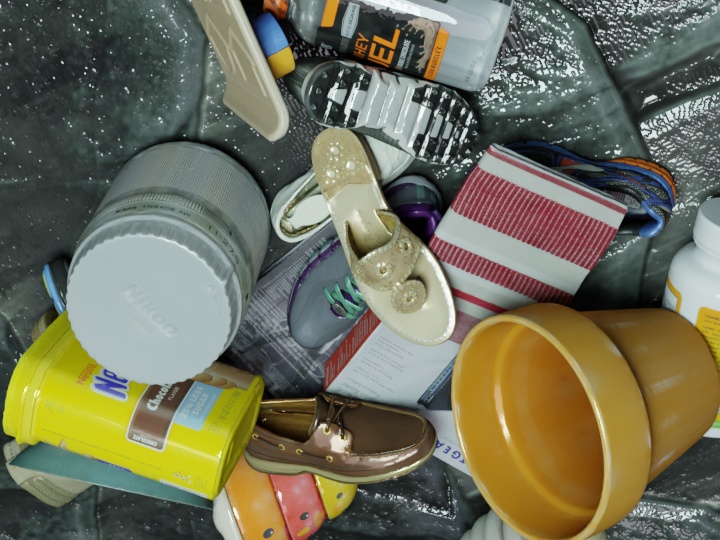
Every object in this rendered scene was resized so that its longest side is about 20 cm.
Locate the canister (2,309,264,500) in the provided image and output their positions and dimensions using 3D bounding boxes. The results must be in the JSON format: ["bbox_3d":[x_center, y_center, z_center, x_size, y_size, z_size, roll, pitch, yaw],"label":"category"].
[{"bbox_3d":[-0.199,0.120,1.256,0.197,0.149,0.088,18,116,5],"label":"canister"}]

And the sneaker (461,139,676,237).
[{"bbox_3d":[0.189,-0.068,1.252,0.197,0.079,0.076,2,117,4],"label":"sneaker"}]

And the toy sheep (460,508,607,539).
[{"bbox_3d":[0.164,0.300,1.415,0.199,0.138,0.138,-30,111,25],"label":"toy sheep"}]

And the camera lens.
[{"bbox_3d":[-0.169,-0.012,1.247,0.157,0.201,0.162,2,118,4],"label":"camera lens"}]

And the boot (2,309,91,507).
[{"bbox_3d":[-0.309,0.146,1.413,0.154,0.073,0.201,-26,120,17],"label":"boot"}]

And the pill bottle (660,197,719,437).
[{"bbox_3d":[0.331,0.041,1.275,0.109,0.111,0.203,7,118,2],"label":"pill bottle"}]

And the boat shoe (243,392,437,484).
[{"bbox_3d":[-0.027,0.154,1.317,0.197,0.073,0.068,-1,137,19],"label":"boat shoe"}]

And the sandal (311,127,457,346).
[{"bbox_3d":[0.008,-0.024,1.199,0.077,0.070,0.214,-27,88,20],"label":"sandal"}]

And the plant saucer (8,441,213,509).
[{"bbox_3d":[-0.233,0.190,1.325,0.197,0.200,0.036,12,79,-1],"label":"plant saucer"}]

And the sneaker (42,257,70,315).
[{"bbox_3d":[-0.225,0.048,1.367,0.199,0.071,0.083,37,95,-11],"label":"sneaker"}]

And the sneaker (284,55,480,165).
[{"bbox_3d":[0.017,-0.145,1.196,0.198,0.090,0.067,13,105,-37],"label":"sneaker"}]

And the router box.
[{"bbox_3d":[0.094,0.090,1.347,0.198,0.049,0.180,30,116,-17],"label":"router box"}]

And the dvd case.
[{"bbox_3d":[-0.037,0.048,1.367,0.199,0.016,0.149,-37,108,20],"label":"dvd case"}]

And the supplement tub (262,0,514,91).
[{"bbox_3d":[0.025,-0.234,1.159,0.197,0.123,0.124,16,118,-2],"label":"supplement tub"}]

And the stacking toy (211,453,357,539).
[{"bbox_3d":[-0.053,0.212,1.408,0.198,0.146,0.148,-21,115,-2],"label":"stacking toy"}]

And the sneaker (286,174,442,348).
[{"bbox_3d":[0.000,0.000,1.280,0.074,0.088,0.201,35,104,-15],"label":"sneaker"}]

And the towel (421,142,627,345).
[{"bbox_3d":[0.129,-0.010,1.233,0.142,0.023,0.201,21,125,-13],"label":"towel"}]

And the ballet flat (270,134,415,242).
[{"bbox_3d":[-0.006,-0.090,1.267,0.199,0.070,0.069,-39,108,21],"label":"ballet flat"}]

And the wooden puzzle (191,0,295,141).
[{"bbox_3d":[-0.109,-0.223,1.155,0.046,0.185,0.202,-24,113,-12],"label":"wooden puzzle"}]

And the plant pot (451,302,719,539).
[{"bbox_3d":[0.210,0.116,1.216,0.181,0.200,0.203,-15,124,-33],"label":"plant pot"}]
